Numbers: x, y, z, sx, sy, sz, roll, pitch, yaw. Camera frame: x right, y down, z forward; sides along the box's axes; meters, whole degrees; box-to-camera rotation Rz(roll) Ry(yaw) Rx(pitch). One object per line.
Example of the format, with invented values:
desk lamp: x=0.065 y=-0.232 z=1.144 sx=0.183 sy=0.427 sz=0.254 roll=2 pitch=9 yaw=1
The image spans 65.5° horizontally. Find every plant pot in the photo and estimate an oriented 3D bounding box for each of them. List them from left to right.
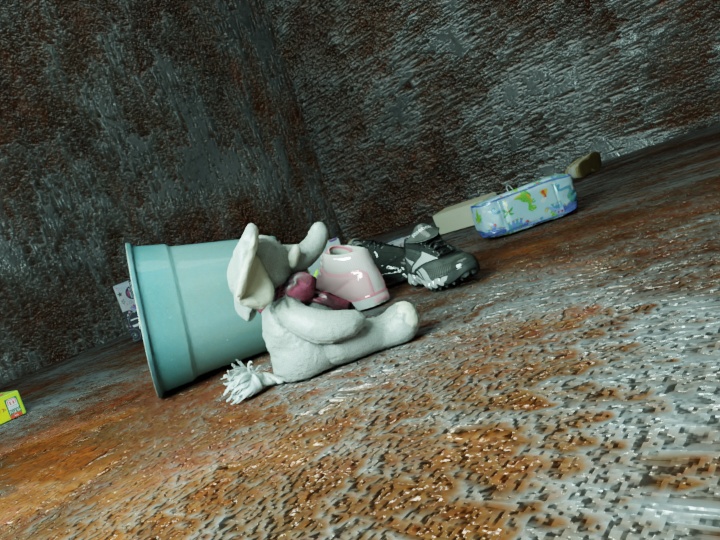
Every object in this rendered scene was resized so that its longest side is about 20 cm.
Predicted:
plant pot: x=-0.194 y=0.045 z=0.753 sx=0.193 sy=0.204 sz=0.200 roll=-12 pitch=2 yaw=-19

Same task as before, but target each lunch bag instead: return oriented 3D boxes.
lunch bag: x=0.327 y=-0.130 z=1.130 sx=0.197 sy=0.084 sz=0.161 roll=-19 pitch=6 yaw=4

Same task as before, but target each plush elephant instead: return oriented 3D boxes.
plush elephant: x=-0.069 y=0.024 z=0.575 sx=0.197 sy=0.157 sz=0.164 roll=-21 pitch=5 yaw=-20

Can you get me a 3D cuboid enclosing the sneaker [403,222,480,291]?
sneaker: x=0.103 y=-0.023 z=0.800 sx=0.066 sy=0.092 sz=0.200 roll=-21 pitch=5 yaw=-12

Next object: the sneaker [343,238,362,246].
sneaker: x=-0.009 y=-0.064 z=1.937 sx=0.086 sy=0.077 sz=0.200 roll=-1 pitch=14 yaw=19

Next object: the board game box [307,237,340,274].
board game box: x=-0.099 y=-0.024 z=1.541 sx=0.101 sy=0.107 sz=0.200 roll=-20 pitch=4 yaw=-5

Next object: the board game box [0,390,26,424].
board game box: x=-0.739 y=0.280 z=1.086 sx=0.198 sy=0.048 sz=0.101 roll=-16 pitch=6 yaw=43

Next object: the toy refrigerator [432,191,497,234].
toy refrigerator: x=0.318 y=-0.166 z=1.670 sx=0.076 sy=0.071 sz=0.199 roll=-32 pitch=11 yaw=-38

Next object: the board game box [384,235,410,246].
board game box: x=0.090 y=-0.061 z=1.604 sx=0.125 sy=0.035 sz=0.199 roll=-14 pitch=7 yaw=42

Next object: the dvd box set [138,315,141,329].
dvd box set: x=-0.286 y=0.084 z=1.043 sx=0.145 sy=0.030 sz=0.199 roll=-23 pitch=-20 yaw=23

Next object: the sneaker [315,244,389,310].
sneaker: x=-0.044 y=0.016 z=0.886 sx=0.199 sy=0.106 sz=0.075 roll=-16 pitch=7 yaw=46

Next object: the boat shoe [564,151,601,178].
boat shoe: x=0.809 y=-0.382 z=2.034 sx=0.198 sy=0.075 sz=0.069 roll=-25 pitch=13 yaw=-38

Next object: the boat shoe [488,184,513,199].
boat shoe: x=0.371 y=-0.169 z=1.408 sx=0.086 sy=0.075 sz=0.202 roll=-36 pitch=-3 yaw=6

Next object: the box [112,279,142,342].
box: x=-0.743 y=0.125 z=1.913 sx=0.113 sy=0.203 sz=0.132 roll=-21 pitch=5 yaw=-6

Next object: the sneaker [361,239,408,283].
sneaker: x=0.044 y=-0.018 z=0.989 sx=0.197 sy=0.092 sz=0.076 roll=-19 pitch=3 yaw=-1

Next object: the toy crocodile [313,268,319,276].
toy crocodile: x=0.000 y=0.000 z=1.131 sx=0.197 sy=0.063 sz=0.067 roll=-18 pitch=5 yaw=17
